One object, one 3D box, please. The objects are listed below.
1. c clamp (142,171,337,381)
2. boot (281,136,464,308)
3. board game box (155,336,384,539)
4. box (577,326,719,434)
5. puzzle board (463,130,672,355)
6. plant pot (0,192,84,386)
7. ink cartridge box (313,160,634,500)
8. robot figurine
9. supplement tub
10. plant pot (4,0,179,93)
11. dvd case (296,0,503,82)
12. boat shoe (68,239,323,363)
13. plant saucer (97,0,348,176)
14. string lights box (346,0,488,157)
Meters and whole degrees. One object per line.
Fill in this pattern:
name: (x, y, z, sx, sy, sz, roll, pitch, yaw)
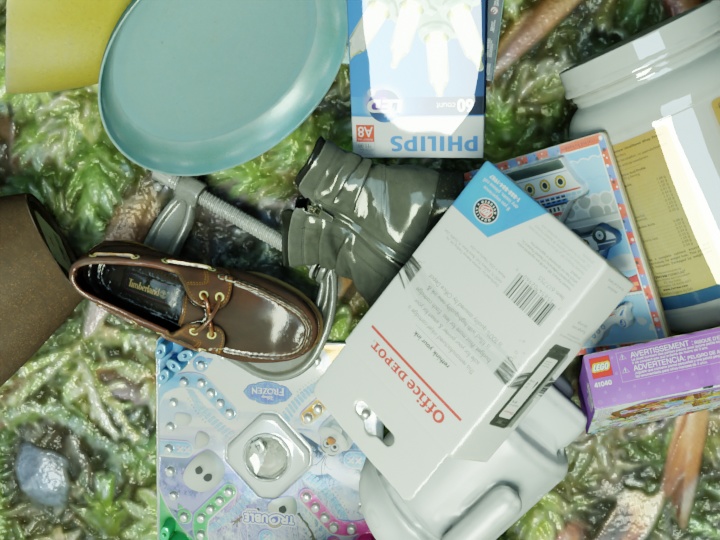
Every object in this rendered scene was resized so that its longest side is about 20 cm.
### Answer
c clamp: (-0.097, -0.014, 0.827, 0.199, 0.027, 0.172, 34, 97, 4)
boot: (0.000, 0.000, 0.786, 0.128, 0.068, 0.203, 11, 115, 1)
board game box: (-0.079, 0.159, 0.869, 0.196, 0.026, 0.204, 3, 100, 5)
box: (0.227, 0.079, 0.736, 0.134, 0.200, 0.040, -12, 75, 7)
puzzle board: (0.121, -0.006, 0.763, 0.198, 0.017, 0.153, -13, 100, 48)
plant pot: (-0.326, 0.027, 0.811, 0.198, 0.187, 0.189, -29, 96, -4)
ink cartridge box: (0.073, 0.046, 0.696, 0.201, 0.068, 0.116, -51, 59, 10)
robot figurine: (0.077, 0.148, 0.777, 0.113, 0.170, 0.200, 40, 107, -16)
supplement tub: (0.236, -0.074, 0.735, 0.143, 0.145, 0.203, -23, 96, 9)
plant pot: (-0.182, -0.225, 0.749, 0.140, 0.200, 0.204, 3, 101, -19)
dvd case: (0.015, -0.231, 0.796, 0.196, 0.022, 0.149, 7, 100, 4)
boat shoe: (-0.129, 0.028, 0.794, 0.197, 0.070, 0.072, 14, 98, 8)
plant saucer: (-0.099, -0.154, 0.742, 0.200, 0.200, 0.028, -43, 58, 11)
string lights box: (0.042, -0.187, 0.748, 0.101, 0.059, 0.203, 0, 114, 7)
